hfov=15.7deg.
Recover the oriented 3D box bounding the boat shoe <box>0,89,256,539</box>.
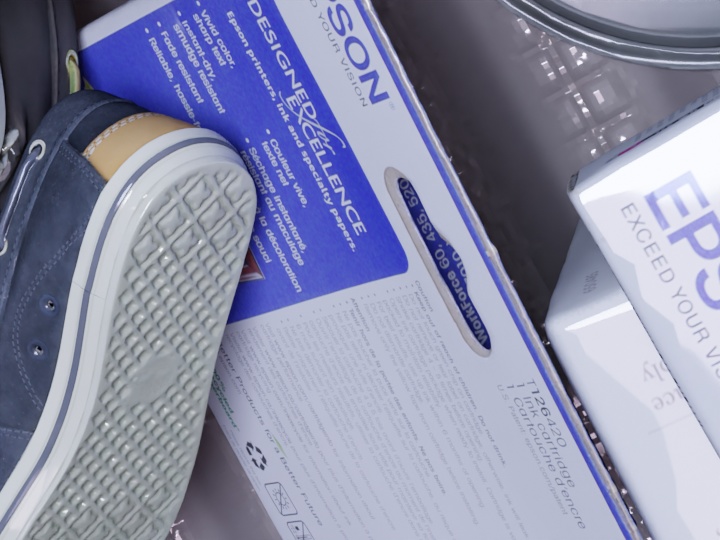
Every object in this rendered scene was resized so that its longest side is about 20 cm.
[{"bbox_3d":[-0.087,0.037,0.760,0.062,0.074,0.201,38,123,32],"label":"boat shoe"}]

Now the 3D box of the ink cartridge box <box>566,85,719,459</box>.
[{"bbox_3d":[0.183,0.013,0.622,0.200,0.043,0.197,-31,96,13],"label":"ink cartridge box"}]

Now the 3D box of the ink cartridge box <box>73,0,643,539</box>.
[{"bbox_3d":[0.000,0.000,0.747,0.047,0.200,0.198,-31,98,-31],"label":"ink cartridge box"}]

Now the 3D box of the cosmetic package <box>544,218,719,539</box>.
[{"bbox_3d":[0.172,0.049,0.736,0.164,0.165,0.201,-25,97,13],"label":"cosmetic package"}]

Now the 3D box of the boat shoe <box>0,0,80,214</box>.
[{"bbox_3d":[-0.122,-0.106,0.779,0.072,0.061,0.202,-14,70,28],"label":"boat shoe"}]

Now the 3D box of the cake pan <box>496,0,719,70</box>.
[{"bbox_3d":[0.099,-0.157,0.767,0.199,0.037,0.201,2,102,7],"label":"cake pan"}]
